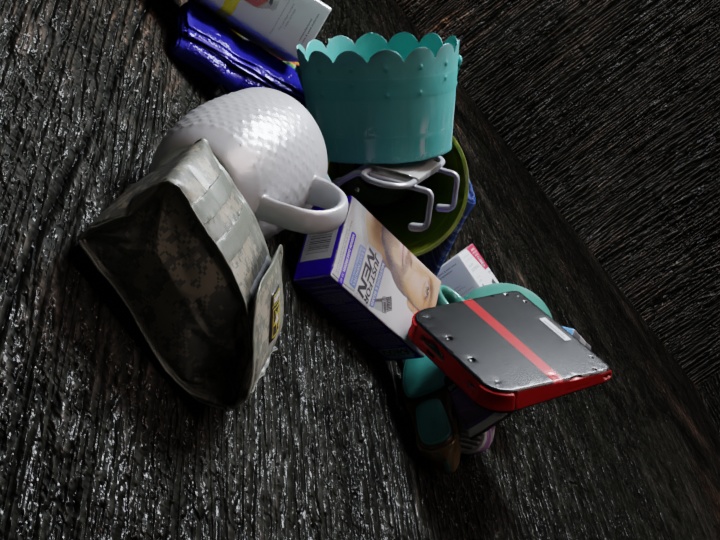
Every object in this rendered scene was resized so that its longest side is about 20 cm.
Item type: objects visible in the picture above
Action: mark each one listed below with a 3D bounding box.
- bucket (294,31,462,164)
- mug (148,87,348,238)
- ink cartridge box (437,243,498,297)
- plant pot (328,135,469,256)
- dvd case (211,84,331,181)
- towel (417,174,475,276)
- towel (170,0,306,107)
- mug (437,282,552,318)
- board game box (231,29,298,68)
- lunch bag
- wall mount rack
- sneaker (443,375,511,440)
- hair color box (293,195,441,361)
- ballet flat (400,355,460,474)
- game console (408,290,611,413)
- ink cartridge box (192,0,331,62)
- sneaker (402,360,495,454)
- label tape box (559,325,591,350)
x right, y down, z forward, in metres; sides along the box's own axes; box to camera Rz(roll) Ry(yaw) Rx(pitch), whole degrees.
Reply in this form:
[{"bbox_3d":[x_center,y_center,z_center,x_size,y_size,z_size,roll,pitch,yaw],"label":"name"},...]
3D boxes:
[{"bbox_3d":[0.024,-0.213,1.713,0.207,0.204,0.137,-66,155,-73],"label":"bucket"},{"bbox_3d":[-0.106,-0.086,1.377,0.198,0.149,0.175,22,20,13],"label":"mug"},{"bbox_3d":[0.185,0.072,2.128,0.201,0.083,0.145,55,15,1],"label":"ink cartridge box"},{"bbox_3d":[0.038,-0.135,1.950,0.201,0.200,0.193,51,4,-14],"label":"plant pot"},{"bbox_3d":[-0.098,-0.142,1.774,0.145,0.022,0.201,4,52,-58],"label":"dvd case"},{"bbox_3d":[0.109,-0.060,1.987,0.024,0.202,0.146,12,34,-18],"label":"towel"},{"bbox_3d":[-0.148,-0.267,1.784,0.199,0.050,0.148,31,24,-21],"label":"towel"},{"bbox_3d":[0.181,0.107,1.950,0.115,0.182,0.154,-76,169,-67],"label":"mug"},{"bbox_3d":[-0.123,-0.288,1.961,0.199,0.035,0.127,15,41,-50],"label":"board game box"},{"bbox_3d":[-0.133,0.008,1.217,0.201,0.117,0.164,58,14,-12],"label":"lunch bag"},{"bbox_3d":[0.023,-0.103,1.710,0.171,0.076,0.200,15,19,16],"label":"wall mount rack"},{"bbox_3d":[0.154,0.132,1.690,0.088,0.075,0.200,57,16,4],"label":"sneaker"},{"bbox_3d":[0.012,0.013,1.669,0.200,0.064,0.111,43,52,-42],"label":"hair color box"},{"bbox_3d":[0.090,0.169,1.681,0.201,0.067,0.073,-101,172,-56],"label":"ballet flat"},{"bbox_3d":[0.169,0.092,1.633,0.175,0.031,0.200,-9,33,-29],"label":"game console"},{"bbox_3d":[-0.153,-0.358,1.819,0.199,0.084,0.145,31,1,-17],"label":"ink cartridge box"},{"bbox_3d":[0.114,0.140,1.795,0.203,0.072,0.114,70,17,10],"label":"sneaker"},{"bbox_3d":[0.200,0.092,1.744,0.142,0.064,0.200,13,-7,20],"label":"label tape box"}]
